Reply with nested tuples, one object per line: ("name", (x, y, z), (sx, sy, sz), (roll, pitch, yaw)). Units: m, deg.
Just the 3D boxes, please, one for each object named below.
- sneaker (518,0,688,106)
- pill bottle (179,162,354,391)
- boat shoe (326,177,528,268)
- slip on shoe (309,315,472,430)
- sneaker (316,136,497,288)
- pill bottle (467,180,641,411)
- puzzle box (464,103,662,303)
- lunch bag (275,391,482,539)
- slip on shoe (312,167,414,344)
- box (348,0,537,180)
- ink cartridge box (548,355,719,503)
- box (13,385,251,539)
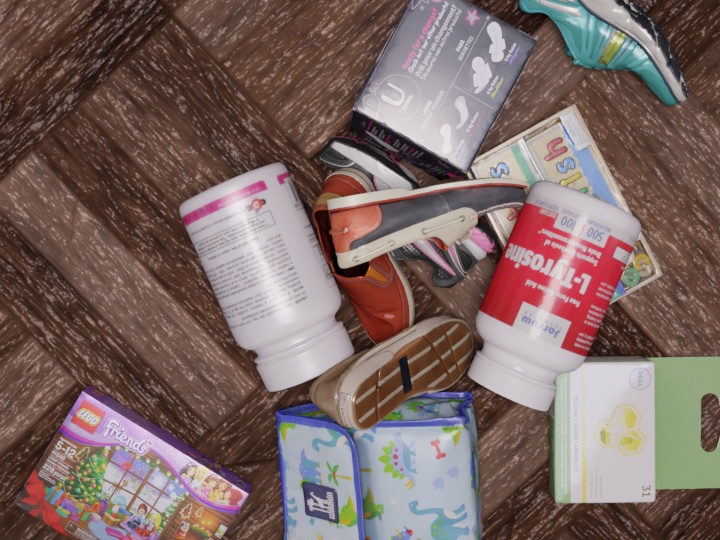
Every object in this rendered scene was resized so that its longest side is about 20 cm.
("sneaker", (0.246, -0.233, 0.968), (0.200, 0.078, 0.080), (39, 122, -8))
("pill bottle", (-0.087, 0.007, 0.945), (0.113, 0.113, 0.201), (-23, 93, 0))
("boat shoe", (0.065, -0.048, 0.883), (0.199, 0.071, 0.063), (-10, 91, -22))
("slip on shoe", (0.035, 0.095, 0.943), (0.060, 0.200, 0.076), (8, 115, 41))
("sneaker", (0.034, -0.053, 0.964), (0.200, 0.080, 0.086), (36, 103, 2))
("pill bottle", (0.179, 0.025, 0.927), (0.112, 0.112, 0.201), (22, 93, -3))
("puzzle box", (0.204, -0.051, 0.991), (0.133, 0.025, 0.201), (-29, 94, 1))
("lunch bag", (0.017, 0.216, 0.962), (0.199, 0.127, 0.171), (-3, 96, 12))
("slip on shoe", (0.000, 0.000, 0.943), (0.074, 0.061, 0.201), (4, 127, 32))
("box", (0.066, -0.168, 0.893), (0.114, 0.200, 0.133), (28, 92, -4))
("ink cartridge box", (0.295, 0.162, 0.997), (0.199, 0.048, 0.146), (-1, 93, 1))
("box", (-0.231, 0.229, 0.993), (0.200, 0.039, 0.137), (32, 92, -3))
